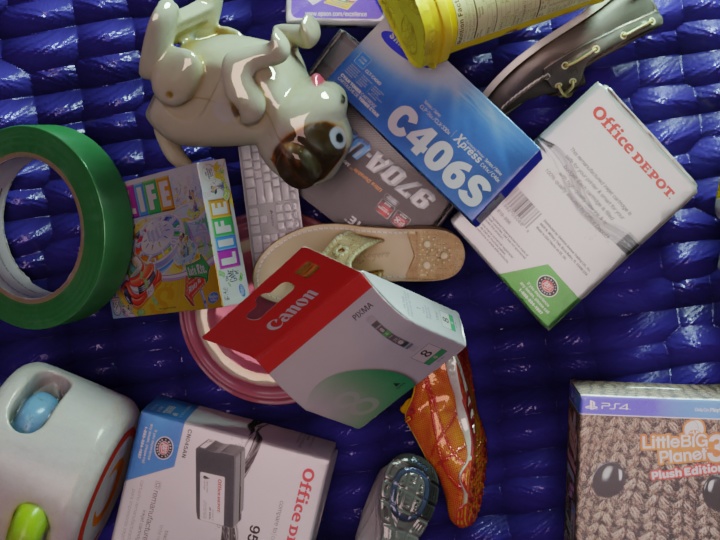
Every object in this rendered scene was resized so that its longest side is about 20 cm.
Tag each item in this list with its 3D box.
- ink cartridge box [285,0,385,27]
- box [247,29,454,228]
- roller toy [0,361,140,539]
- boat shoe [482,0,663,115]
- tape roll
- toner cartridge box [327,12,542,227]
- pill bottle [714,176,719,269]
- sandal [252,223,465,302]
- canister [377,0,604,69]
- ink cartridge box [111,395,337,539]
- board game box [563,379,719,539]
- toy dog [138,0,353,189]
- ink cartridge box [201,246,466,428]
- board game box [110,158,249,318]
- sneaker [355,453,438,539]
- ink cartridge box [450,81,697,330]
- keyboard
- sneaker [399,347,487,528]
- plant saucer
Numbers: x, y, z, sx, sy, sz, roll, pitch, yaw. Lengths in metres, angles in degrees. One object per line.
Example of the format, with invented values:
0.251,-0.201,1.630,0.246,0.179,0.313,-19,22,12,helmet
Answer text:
0.026,-0.343,1.241,0.196,0.043,0.202,2,95,3,ink cartridge box
0.012,-0.118,1.255,0.200,0.046,0.159,39,95,2,box
-0.312,0.191,1.231,0.139,0.200,0.184,22,82,3,roller toy
0.205,-0.208,1.224,0.201,0.072,0.060,-37,86,1,boat shoe
-0.320,-0.044,1.246,0.199,0.048,0.202,4,99,27,tape roll
0.070,-0.145,1.188,0.200,0.043,0.095,45,93,12,toner cartridge box
0.403,-0.092,1.198,0.110,0.111,0.202,11,94,3,pill bottle
-0.001,-0.006,1.196,0.210,0.070,0.078,-7,101,-4,sandal
0.118,-0.287,1.161,0.198,0.087,0.149,-20,69,-13,canister
-0.136,0.227,1.268,0.198,0.084,0.146,14,95,2,ink cartridge box
0.287,0.216,1.233,0.158,0.097,0.202,1,94,4,board game box
-0.101,-0.153,1.165,0.199,0.140,0.195,26,109,10,toy dog
-0.024,0.069,1.177,0.161,0.199,0.050,-40,45,31,ink cartridge box
-0.190,-0.027,1.218,0.199,0.034,0.136,-8,93,48,board game box
0.024,0.284,1.243,0.074,0.087,0.201,23,75,-10,sneaker
0.208,-0.064,1.227,0.200,0.083,0.147,-42,89,6,ink cartridge box
-0.091,-0.100,1.235,0.056,0.011,0.202,-7,90,6,keyboard
0.084,0.161,1.266,0.076,0.073,0.202,-11,86,20,sneaker
-0.090,0.039,1.271,0.198,0.051,0.203,0,94,3,plant saucer
